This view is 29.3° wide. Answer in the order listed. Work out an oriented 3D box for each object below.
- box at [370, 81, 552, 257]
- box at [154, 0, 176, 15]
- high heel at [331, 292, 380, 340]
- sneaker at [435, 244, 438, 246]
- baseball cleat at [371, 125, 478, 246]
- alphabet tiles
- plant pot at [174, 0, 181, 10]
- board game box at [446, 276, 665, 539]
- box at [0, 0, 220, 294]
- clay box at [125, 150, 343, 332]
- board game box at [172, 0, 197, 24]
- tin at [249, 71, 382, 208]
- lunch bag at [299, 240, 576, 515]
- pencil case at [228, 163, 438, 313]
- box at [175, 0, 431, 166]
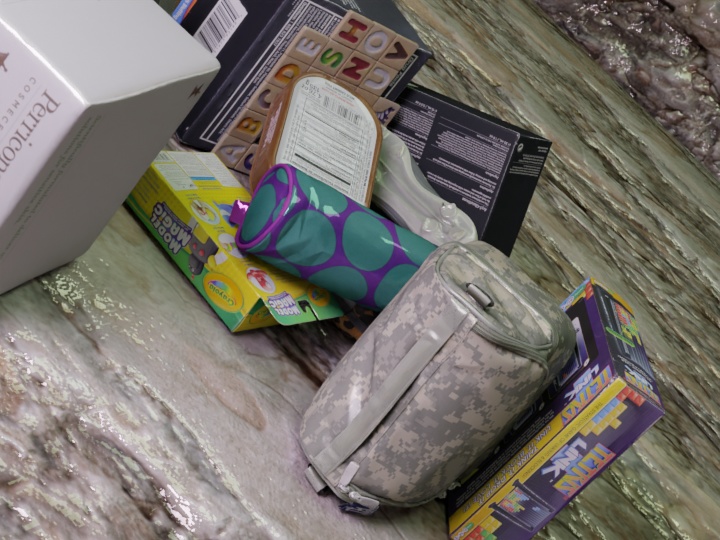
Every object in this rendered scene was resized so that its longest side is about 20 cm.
[{"bbox_3d":[0.083,-0.109,1.455,0.199,0.142,0.079,29,14,33],"label":"box"},{"bbox_3d":[-0.271,-0.249,1.204,0.199,0.102,0.113,22,23,0],"label":"box"},{"bbox_3d":[0.000,0.000,1.318,0.143,0.071,0.200,50,22,-2],"label":"high heel"},{"bbox_3d":[0.108,0.056,1.294,0.199,0.076,0.091,26,41,-13],"label":"sneaker"},{"bbox_3d":[0.044,-0.061,1.369,0.200,0.069,0.107,52,-16,32],"label":"baseball cleat"},{"bbox_3d":[-0.035,-0.163,1.368,0.167,0.200,0.008,17,31,-44],"label":"alphabet tiles"},{"bbox_3d":[-0.225,-0.378,1.460,0.186,0.200,0.187,34,22,-16],"label":"plant pot"},{"bbox_3d":[0.154,0.124,1.147,0.057,0.200,0.166,35,24,-18],"label":"board game box"},{"bbox_3d":[-0.243,-0.110,0.934,0.171,0.199,0.200,43,24,3],"label":"box"},{"bbox_3d":[-0.111,-0.018,1.181,0.200,0.048,0.115,50,24,18],"label":"clay box"},{"bbox_3d":[-0.147,-0.292,1.489,0.045,0.152,0.200,39,23,-3],"label":"board game box"},{"bbox_3d":[-0.038,-0.105,1.267,0.112,0.042,0.201,25,45,-15],"label":"tin"},{"bbox_3d":[0.052,0.085,1.065,0.139,0.200,0.168,45,19,17],"label":"lunch bag"},{"bbox_3d":[-0.007,-0.014,1.167,0.199,0.086,0.092,28,-12,-28],"label":"pencil case"},{"bbox_3d":[-0.074,-0.209,1.394,0.198,0.200,0.124,19,30,-44],"label":"box"}]
